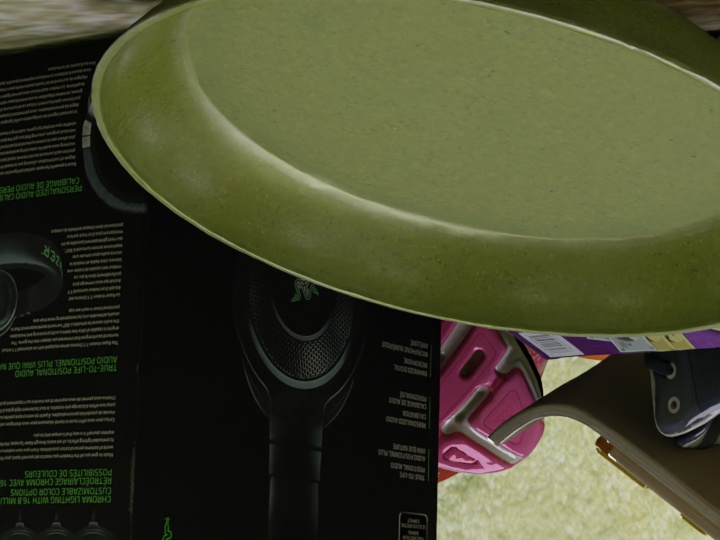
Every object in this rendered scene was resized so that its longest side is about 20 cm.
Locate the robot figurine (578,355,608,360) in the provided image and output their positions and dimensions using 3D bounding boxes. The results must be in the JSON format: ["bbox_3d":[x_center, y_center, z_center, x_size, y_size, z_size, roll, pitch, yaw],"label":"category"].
[{"bbox_3d":[0.114,-0.015,0.990,0.144,0.117,0.200,-3,178,9],"label":"robot figurine"}]

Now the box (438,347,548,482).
[{"bbox_3d":[0.002,0.049,1.085,0.100,0.096,0.200,31,-154,29],"label":"box"}]

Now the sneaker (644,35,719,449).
[{"bbox_3d":[0.089,-0.007,0.806,0.202,0.146,0.077,-3,-179,35],"label":"sneaker"}]

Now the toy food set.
[{"bbox_3d":[0.154,0.103,0.833,0.200,0.060,0.143,38,-155,16],"label":"toy food set"}]

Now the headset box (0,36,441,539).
[{"bbox_3d":[-0.055,0.041,0.740,0.093,0.200,0.174,-5,168,34],"label":"headset box"}]

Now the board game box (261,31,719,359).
[{"bbox_3d":[0.052,-0.025,0.669,0.120,0.032,0.200,-1,154,41],"label":"board game box"}]

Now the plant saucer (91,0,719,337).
[{"bbox_3d":[0.029,-0.035,0.583,0.200,0.031,0.200,11,159,4],"label":"plant saucer"}]

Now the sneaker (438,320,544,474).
[{"bbox_3d":[0.000,0.000,0.893,0.200,0.074,0.087,39,-161,4],"label":"sneaker"}]
